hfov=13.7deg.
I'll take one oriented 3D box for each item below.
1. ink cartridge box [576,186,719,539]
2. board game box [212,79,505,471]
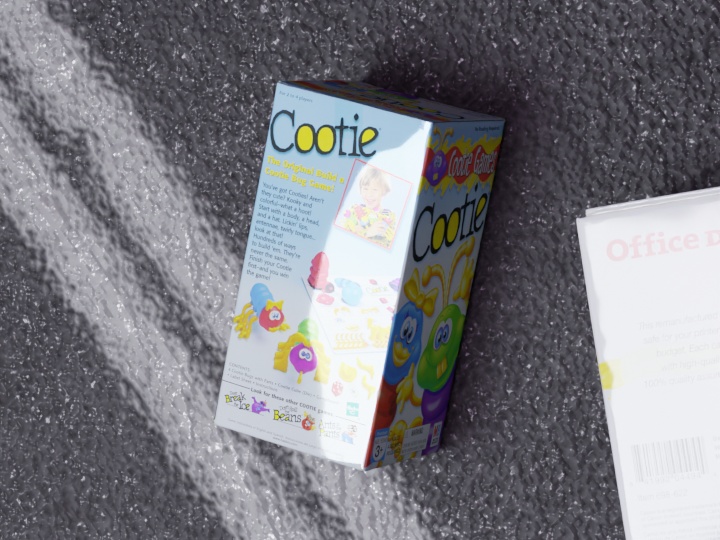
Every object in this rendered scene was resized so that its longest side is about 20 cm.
[{"bbox_3d":[0.211,0.054,1.627,0.144,0.083,0.201,-9,90,27],"label":"ink cartridge box"},{"bbox_3d":[0.000,0.000,1.720,0.104,0.103,0.201,16,101,25],"label":"board game box"}]
